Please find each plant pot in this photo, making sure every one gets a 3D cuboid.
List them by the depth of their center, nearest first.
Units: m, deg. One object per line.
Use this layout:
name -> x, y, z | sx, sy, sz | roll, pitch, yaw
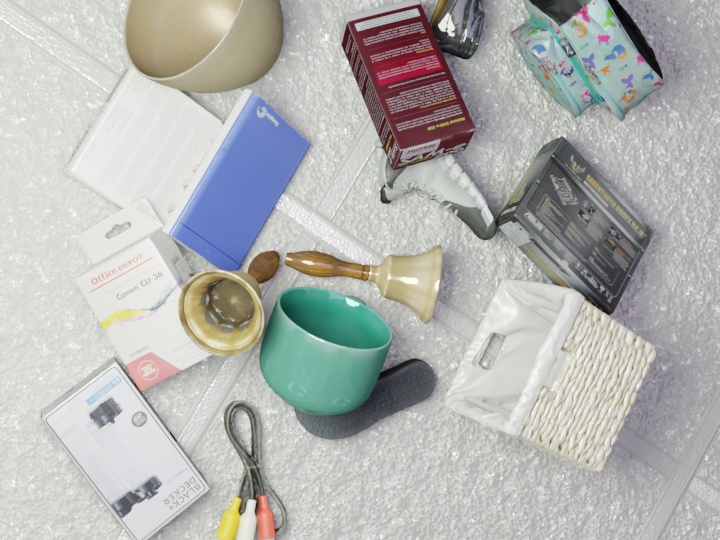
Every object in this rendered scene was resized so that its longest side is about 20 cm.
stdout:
plant pot -> -0.170, -0.296, 1.378 | 0.134, 0.199, 0.202 | 27, 83, -51

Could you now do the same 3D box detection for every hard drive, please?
hard drive -> -0.151, -0.106, 1.421 | 0.132, 0.025, 0.201 | 38, 79, -51

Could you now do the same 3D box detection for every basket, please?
basket -> 0.245, 0.136, 1.499 | 0.160, 0.200, 0.200 | 29, 84, -21

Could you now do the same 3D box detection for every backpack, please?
backpack -> 0.303, -0.290, 1.512 | 0.200, 0.178, 0.151 | 41, 103, -18

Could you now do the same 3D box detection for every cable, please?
cable -> -0.134, 0.269, 1.460 | 0.096, 0.050, 0.203 | 3, 92, -18

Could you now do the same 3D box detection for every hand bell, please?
hand bell -> -0.135, 0.015, 1.385 | 0.103, 0.200, 0.105 | 5, 112, 13
hand bell -> 0.000, 0.000, 1.486 | 0.197, 0.104, 0.106 | 11, 89, -5

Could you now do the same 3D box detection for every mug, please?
mug -> -0.037, 0.106, 1.416 | 0.184, 0.152, 0.115 | 0, 119, -44

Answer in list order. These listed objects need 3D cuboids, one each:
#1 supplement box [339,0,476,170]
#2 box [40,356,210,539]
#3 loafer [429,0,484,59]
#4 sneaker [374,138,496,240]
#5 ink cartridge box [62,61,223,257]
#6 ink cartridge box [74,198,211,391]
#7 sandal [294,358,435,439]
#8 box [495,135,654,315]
supplement box -> 0.058, -0.239, 1.460 | 0.108, 0.061, 0.202 | -16, 72, -15
box -> -0.289, 0.222, 1.408 | 0.116, 0.060, 0.201 | -36, 101, -12
loafer -> 0.133, -0.387, 1.511 | 0.071, 0.073, 0.203 | 10, 88, -12
sneaker -> 0.086, -0.103, 1.511 | 0.115, 0.075, 0.201 | -34, 91, -8
ink cartridge box -> -0.244, -0.137, 1.424 | 0.199, 0.050, 0.162 | 35, 82, -26
ink cartridge box -> -0.263, 0.028, 1.384 | 0.116, 0.068, 0.201 | -27, 100, 14
sandal -> 0.005, 0.170, 1.509 | 0.198, 0.043, 0.077 | -13, 104, -21
box -> 0.294, -0.058, 1.554 | 0.200, 0.048, 0.159 | 43, 59, -14
